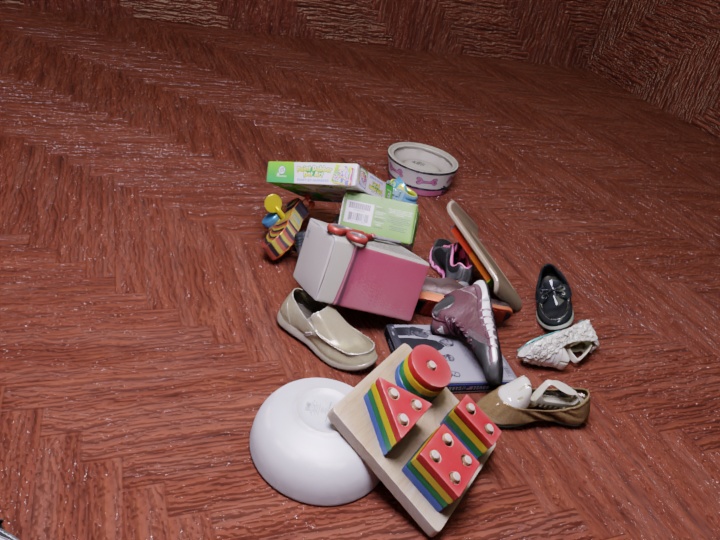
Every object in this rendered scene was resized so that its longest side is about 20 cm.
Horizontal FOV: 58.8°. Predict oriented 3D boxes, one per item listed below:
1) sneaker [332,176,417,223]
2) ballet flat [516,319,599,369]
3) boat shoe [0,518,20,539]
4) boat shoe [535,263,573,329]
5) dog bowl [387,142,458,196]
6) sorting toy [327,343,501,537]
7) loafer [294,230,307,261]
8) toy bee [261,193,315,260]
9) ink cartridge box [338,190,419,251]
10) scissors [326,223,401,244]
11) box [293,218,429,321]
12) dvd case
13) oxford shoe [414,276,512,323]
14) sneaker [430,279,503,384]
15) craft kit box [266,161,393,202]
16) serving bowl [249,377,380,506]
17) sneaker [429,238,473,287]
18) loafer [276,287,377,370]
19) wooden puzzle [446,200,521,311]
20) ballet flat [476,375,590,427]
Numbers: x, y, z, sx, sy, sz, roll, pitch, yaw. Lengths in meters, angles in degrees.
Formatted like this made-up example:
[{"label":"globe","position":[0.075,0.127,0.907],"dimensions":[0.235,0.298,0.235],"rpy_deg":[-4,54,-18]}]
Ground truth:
[{"label":"sneaker","position":[0.037,-0.145,1.405],"dimensions":[0.193,0.134,0.080],"rpy_deg":[-2,34,-22]},{"label":"ballet flat","position":[0.362,0.137,1.138],"dimensions":[0.195,0.074,0.072],"rpy_deg":[-14,39,-36]},{"label":"boat shoe","position":[-0.403,0.268,0.654],"dimensions":[0.194,0.071,0.057],"rpy_deg":[15,30,9]},{"label":"boat shoe","position":[0.380,0.045,1.263],"dimensions":[0.072,0.068,0.200],"rpy_deg":[-8,22,22]},{"label":"dog bowl","position":[0.160,-0.267,1.700],"dimensions":[0.193,0.076,0.202],"rpy_deg":[9,32,-5]},{"label":"sorting toy","position":[0.088,0.202,0.859],"dimensions":[0.199,0.070,0.199],"rpy_deg":[46,38,10]},{"label":"loafer","position":[-0.046,-0.028,1.262],"dimensions":[0.195,0.075,0.072],"rpy_deg":[6,-9,-35]},{"label":"toy bee","position":[-0.145,-0.111,1.289],"dimensions":[0.131,0.107,0.204],"rpy_deg":[43,22,-46]},{"label":"ink cartridge box","position":[0.043,-0.093,1.284],"dimensions":[0.143,0.078,0.200],"rpy_deg":[12,-1,8]},{"label":"scissors","position":[0.009,-0.063,1.097],"dimensions":[0.071,0.014,0.199],"rpy_deg":[23,12,21]},{"label":"box","position":[0.000,0.000,1.113],"dimensions":[0.195,0.112,0.128],"rpy_deg":[14,12,-29]},{"label":"dvd case","position":[0.150,0.146,1.085],"dimensions":[0.193,0.025,0.152],"rpy_deg":[3,33,-17]},{"label":"oxford shoe","position":[0.188,0.048,1.190],"dimensions":[0.193,0.072,0.074],"rpy_deg":[12,55,-1]},{"label":"sneaker","position":[0.175,0.112,1.078],"dimensions":[0.112,0.077,0.204],"rpy_deg":[-12,43,12]},{"label":"craft kit box","position":[-0.056,-0.173,1.276],"dimensions":[0.194,0.050,0.196],"rpy_deg":[6,-6,24]},{"label":"serving bowl","position":[-0.051,0.213,0.867],"dimensions":[0.193,0.068,0.202],"rpy_deg":[8,31,-5]},{"label":"sneaker","position":[0.192,-0.023,1.303],"dimensions":[0.076,0.098,0.202],"rpy_deg":[4,31,-10]},{"label":"loafer","position":[-0.056,0.094,1.050],"dimensions":[0.196,0.070,0.075],"rpy_deg":[26,34,22]},{"label":"wooden puzzle","position":[0.237,-0.022,1.242],"dimensions":[0.184,0.037,0.204],"rpy_deg":[29,32,-59]},{"label":"ballet flat","position":[0.272,0.201,0.994],"dimensions":[0.193,0.074,0.069],"rpy_deg":[6,32,-10]}]
